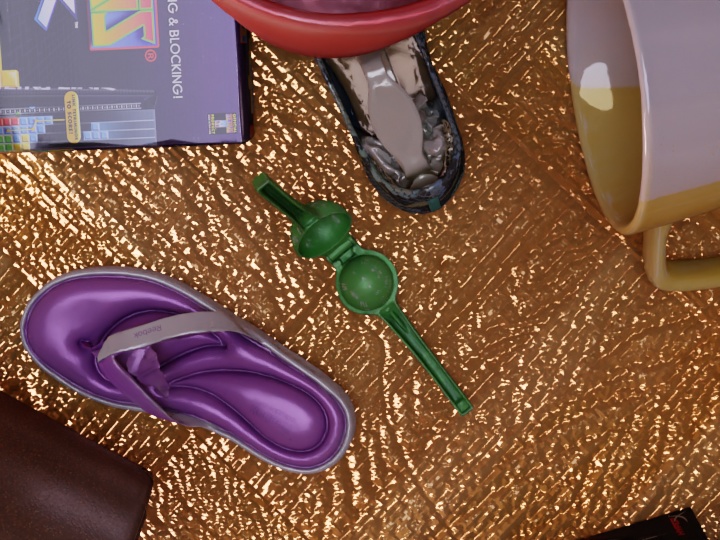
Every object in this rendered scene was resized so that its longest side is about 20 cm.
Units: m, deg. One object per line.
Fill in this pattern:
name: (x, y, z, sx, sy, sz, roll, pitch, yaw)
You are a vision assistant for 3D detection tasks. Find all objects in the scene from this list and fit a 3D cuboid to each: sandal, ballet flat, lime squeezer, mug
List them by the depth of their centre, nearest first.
mug: (0.195, -0.096, 0.788, 0.151, 0.187, 0.151, -9, 64, -4)
ballet flat: (0.004, -0.125, 0.811, 0.074, 0.074, 0.202, -27, 95, 6)
lime squeezer: (0.000, 0.000, 0.832, 0.038, 0.070, 0.200, -46, 123, -8)
sandal: (-0.096, 0.054, 0.849, 0.200, 0.050, 0.083, 20, 98, 1)

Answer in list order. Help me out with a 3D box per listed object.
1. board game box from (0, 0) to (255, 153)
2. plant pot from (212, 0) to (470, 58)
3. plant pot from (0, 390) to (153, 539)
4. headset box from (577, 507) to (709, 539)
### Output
board game box: (-0.144, -0.167, 0.820, 0.163, 0.057, 0.203, -2, 98, 5)
plant pot: (-0.013, -0.185, 0.693, 0.197, 0.177, 0.203, 0, 85, -2)
plant pot: (-0.227, 0.141, 0.806, 0.196, 0.200, 0.202, 25, 98, -8)
headset box: (0.103, 0.208, 0.809, 0.197, 0.149, 0.078, -16, 96, 6)
